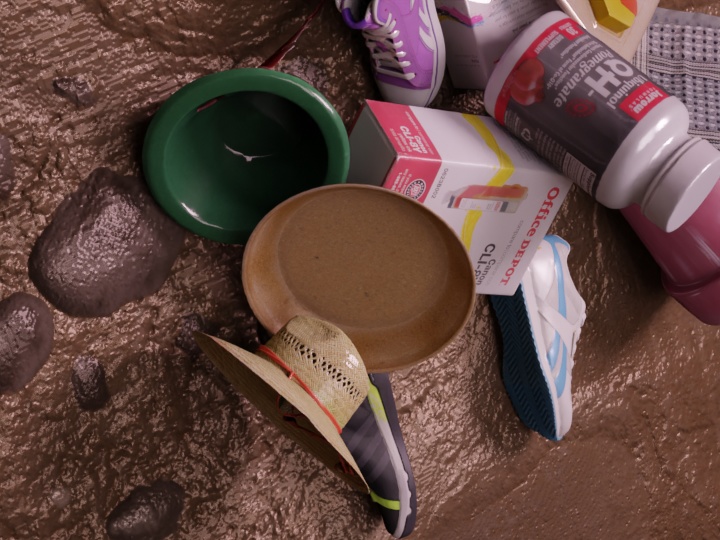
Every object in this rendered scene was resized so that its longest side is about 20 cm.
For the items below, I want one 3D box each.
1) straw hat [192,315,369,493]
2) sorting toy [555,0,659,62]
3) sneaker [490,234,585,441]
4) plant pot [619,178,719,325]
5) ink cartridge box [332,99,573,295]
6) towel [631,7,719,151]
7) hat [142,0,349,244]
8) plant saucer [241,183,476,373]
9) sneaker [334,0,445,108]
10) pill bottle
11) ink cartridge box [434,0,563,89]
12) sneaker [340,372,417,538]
[{"bbox_3d":[-0.041,0.089,1.554,0.085,0.201,0.201,-47,119,-11],"label":"straw hat"},{"bbox_3d":[0.217,-0.295,1.682,0.201,0.036,0.186,53,44,-25],"label":"sorting toy"},{"bbox_3d":[0.180,0.065,1.768,0.080,0.076,0.202,-21,110,-30],"label":"sneaker"},{"bbox_3d":[0.334,-0.080,1.787,0.179,0.200,0.201,39,76,-15],"label":"plant pot"},{"bbox_3d":[0.072,-0.060,1.638,0.198,0.084,0.146,3,128,-33],"label":"ink cartridge box"},{"bbox_3d":[0.307,-0.179,1.715,0.201,0.190,0.035,-77,171,-45],"label":"towel"},{"bbox_3d":[-0.085,-0.142,1.599,0.198,0.177,0.167,-14,124,8],"label":"hat"},{"bbox_3d":[0.000,0.000,1.560,0.201,0.199,0.036,51,28,-27],"label":"plant saucer"},{"bbox_3d":[0.016,-0.209,1.585,0.114,0.072,0.202,-47,141,-45],"label":"sneaker"},{"bbox_3d":[0.212,-0.124,1.595,0.111,0.200,0.111,-44,161,-19],"label":"pill bottle"},{"bbox_3d":[0.128,-0.241,1.691,0.116,0.067,0.202,-27,110,-26],"label":"ink cartridge box"},{"bbox_3d":[-0.004,0.153,1.682,0.082,0.072,0.202,-15,106,-5],"label":"sneaker"}]
